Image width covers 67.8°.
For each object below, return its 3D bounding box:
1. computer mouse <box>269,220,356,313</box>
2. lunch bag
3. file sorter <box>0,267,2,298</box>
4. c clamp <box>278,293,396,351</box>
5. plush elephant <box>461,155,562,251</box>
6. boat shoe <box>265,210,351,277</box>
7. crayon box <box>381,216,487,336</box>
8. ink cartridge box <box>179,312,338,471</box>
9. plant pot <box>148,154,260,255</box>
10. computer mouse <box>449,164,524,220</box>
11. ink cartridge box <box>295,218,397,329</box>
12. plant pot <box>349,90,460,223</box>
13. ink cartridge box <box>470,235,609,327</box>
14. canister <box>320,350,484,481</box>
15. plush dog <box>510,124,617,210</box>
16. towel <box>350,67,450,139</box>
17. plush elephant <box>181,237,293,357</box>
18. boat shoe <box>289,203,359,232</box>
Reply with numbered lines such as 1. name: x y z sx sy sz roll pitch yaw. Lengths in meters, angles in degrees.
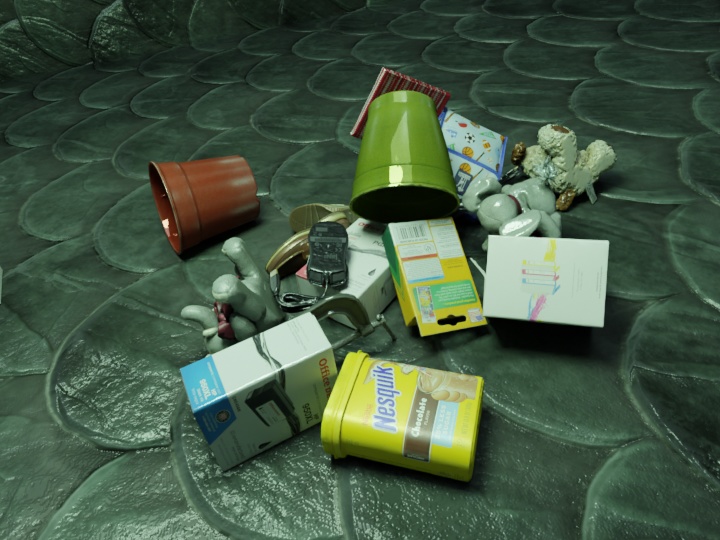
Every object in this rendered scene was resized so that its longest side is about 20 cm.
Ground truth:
1. computer mouse: -0.084 -0.001 0.906 0.138 0.046 0.202 -3 49 -7
2. lunch bag: 0.210 -0.219 1.142 0.168 0.124 0.203 23 66 -9
3. file sorter: -0.875 0.024 1.101 0.198 0.126 0.139 -24 40 -17
4. c clamp: -0.050 0.110 0.838 0.198 0.172 0.027 -26 48 0
5. plush elephant: 0.277 -0.096 0.979 0.153 0.202 0.166 -21 47 -11
6. boat shoe: -0.097 -0.041 1.069 0.199 0.072 0.068 -34 71 -13
7. crayon box: 0.122 0.014 0.911 0.124 0.052 0.203 -7 67 -18
8. ink cartridge box: -0.131 0.169 0.759 0.198 0.146 0.084 -23 42 -17
9. plant pot: -0.338 -0.160 1.183 0.193 0.204 0.201 -19 39 -27
10. computer mouse: 0.233 -0.153 1.062 0.199 0.034 0.059 -35 -1 10
11. ink cartridge box: 0.000 0.000 0.992 0.145 0.084 0.200 19 47 32
12. plant pot: 0.078 -0.208 0.978 0.197 0.201 0.197 -2 76 8
13. ink cartridge box: 0.274 0.017 0.848 0.196 0.128 0.128 4 -3 17
14. canister: 0.063 0.197 0.738 0.196 0.088 0.149 7 41 16
15. plush dog: 0.424 -0.227 1.173 0.197 0.163 0.172 9 17 -22
16. towel: 0.083 -0.314 1.076 0.198 0.146 0.023 2 38 -42
17. plush elephant: -0.213 0.076 0.884 0.153 0.201 0.166 -30 36 10
18. boat shoe: -0.056 -0.110 1.160 0.196 0.074 0.065 -3 2 14
